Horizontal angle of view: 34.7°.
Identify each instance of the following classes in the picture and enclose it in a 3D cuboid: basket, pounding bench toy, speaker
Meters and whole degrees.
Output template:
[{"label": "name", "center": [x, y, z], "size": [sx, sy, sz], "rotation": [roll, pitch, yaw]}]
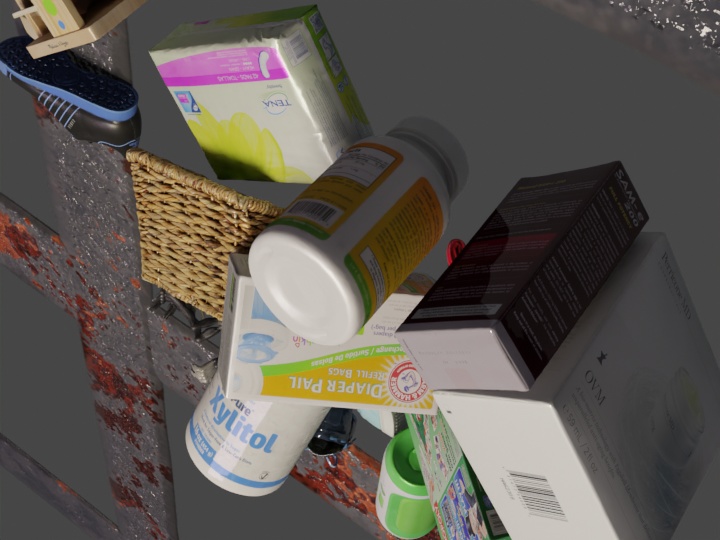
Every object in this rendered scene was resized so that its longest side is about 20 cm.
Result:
[{"label": "basket", "center": [-0.126, -0.051, 1.176], "size": [0.198, 0.141, 0.152], "rotation": [23, 124, 42]}, {"label": "pounding bench toy", "center": [-0.295, -0.301, 1.074], "size": [0.198, 0.124, 0.157], "rotation": [0, 129, 48]}, {"label": "speaker", "center": [0.063, 0.250, 1.346], "size": [0.088, 0.089, 0.201], "rotation": [33, 155, 14]}]

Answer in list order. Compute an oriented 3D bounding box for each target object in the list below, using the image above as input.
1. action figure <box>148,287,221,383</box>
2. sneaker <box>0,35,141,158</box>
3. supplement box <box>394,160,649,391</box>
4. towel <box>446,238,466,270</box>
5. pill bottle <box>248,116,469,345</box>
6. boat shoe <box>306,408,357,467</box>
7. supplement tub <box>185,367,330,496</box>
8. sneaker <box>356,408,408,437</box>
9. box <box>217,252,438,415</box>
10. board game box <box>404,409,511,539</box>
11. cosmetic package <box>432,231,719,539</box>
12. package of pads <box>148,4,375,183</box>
[{"label": "action figure", "center": [-0.166, 0.097, 1.422], "size": [0.199, 0.103, 0.119], "rotation": [35, 169, 14]}, {"label": "sneaker", "center": [-0.329, -0.192, 1.295], "size": [0.198, 0.070, 0.079], "rotation": [29, 140, 20]}, {"label": "supplement box", "center": [0.126, 0.003, 0.886], "size": [0.108, 0.200, 0.061], "rotation": [-6, 125, 51]}, {"label": "towel", "center": [0.104, 0.078, 1.076], "size": [0.201, 0.022, 0.147], "rotation": [87, 166, -61]}, {"label": "pill bottle", "center": [0.007, -0.041, 0.964], "size": [0.110, 0.200, 0.112], "rotation": [26, 141, 23]}, {"label": "boat shoe", "center": [-0.050, 0.190, 1.394], "size": [0.083, 0.070, 0.200], "rotation": [17, 162, 11]}, {"label": "supplement tub", "center": [-0.099, 0.135, 1.263], "size": [0.131, 0.132, 0.202], "rotation": [36, 119, 10]}, {"label": "sneaker", "center": [0.014, 0.112, 1.266], "size": [0.081, 0.074, 0.202], "rotation": [23, 144, 20]}, {"label": "box", "center": [-0.024, 0.057, 1.049], "size": [0.101, 0.196, 0.115], "rotation": [-133, 49, -74]}, {"label": "board game box", "center": [0.090, 0.187, 1.109], "size": [0.135, 0.029, 0.203], "rotation": [104, 154, -56]}, {"label": "cosmetic package", "center": [0.191, 0.108, 0.939], "size": [0.122, 0.200, 0.201], "rotation": [0, 129, 45]}, {"label": "package of pads", "center": [-0.090, -0.155, 1.070], "size": [0.198, 0.068, 0.156], "rotation": [6, 132, 46]}]
